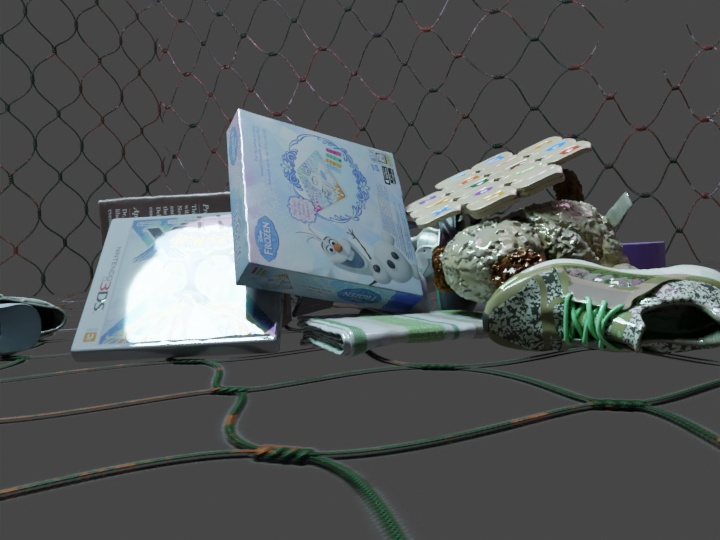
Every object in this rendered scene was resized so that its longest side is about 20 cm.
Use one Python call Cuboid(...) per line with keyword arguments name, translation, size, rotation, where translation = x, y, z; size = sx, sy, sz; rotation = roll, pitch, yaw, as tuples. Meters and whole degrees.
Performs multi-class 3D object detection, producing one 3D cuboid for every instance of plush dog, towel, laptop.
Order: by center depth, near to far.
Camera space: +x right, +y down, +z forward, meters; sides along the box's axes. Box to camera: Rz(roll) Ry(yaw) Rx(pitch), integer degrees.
Cuboid(name="towel", translation=(0.051, 0.060, 0.697), size=(0.197, 0.031, 0.149), rotation=(-1, 2, -22))
Cuboid(name="plush dog", translation=(0.162, -0.013, 0.719), size=(0.170, 0.163, 0.199), rotation=(-11, 6, -30))
Cuboid(name="laptop", translation=(0.002, -0.005, 1.132), size=(0.102, 0.202, 0.177), rotation=(27, 9, 15))

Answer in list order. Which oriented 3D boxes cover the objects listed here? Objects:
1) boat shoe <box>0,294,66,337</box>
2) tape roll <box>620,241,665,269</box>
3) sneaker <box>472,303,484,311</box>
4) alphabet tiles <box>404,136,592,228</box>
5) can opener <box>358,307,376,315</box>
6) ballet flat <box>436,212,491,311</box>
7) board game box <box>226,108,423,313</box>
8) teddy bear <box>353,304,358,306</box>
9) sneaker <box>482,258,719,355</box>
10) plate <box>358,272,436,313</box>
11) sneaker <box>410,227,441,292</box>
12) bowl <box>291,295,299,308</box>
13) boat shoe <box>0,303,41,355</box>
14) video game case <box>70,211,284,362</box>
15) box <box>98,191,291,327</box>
Cuboid(name="boat shoe", translation=(-0.467, 0.058, 0.898), size=(0.063, 0.072, 0.198), rotation=(-3, -1, 45))
Cuboid(name="tape roll", translation=(0.289, 0.010, 0.938), size=(0.197, 0.086, 0.200), rotation=(-2, 1, 0))
Cuboid(name="sneaker", translation=(0.226, 0.001, 1.060), size=(0.198, 0.106, 0.075), rotation=(-3, -1, -30))
Cuboid(name="alphabet tiles", translation=(0.144, -0.095, 0.788), size=(0.193, 0.015, 0.200), rotation=(-26, 14, 1))
Cuboid(name="can opener", translation=(0.044, 0.038, 0.981), size=(0.065, 0.054, 0.200), rotation=(-2, 2, 18))
Cuboid(name="ballet flat", translation=(0.125, -0.029, 0.853), size=(0.072, 0.202, 0.074), rotation=(3, -39, 2))
Cuboid(name="board game box", translation=(-0.041, -0.062, 0.773), size=(0.197, 0.202, 0.043), rotation=(12, -39, -29))
Cuboid(name="teddy bear", translation=(0.039, 0.004, 1.128), size=(0.067, 0.146, 0.199), rotation=(44, 19, 18))
Cuboid(name="sneaker", translation=(0.189, 0.033, 0.550), size=(0.197, 0.078, 0.089), rotation=(-5, 9, 16))
Cuboid(name="plate", translation=(0.000, 0.000, 0.873), size=(0.197, 0.033, 0.200), rotation=(19, 13, -3))
Cuboid(name="sneaker", translation=(0.116, -0.019, 0.945), size=(0.199, 0.071, 0.080), rotation=(-11, -48, 48))
Cuboid(name="bowl", translation=(-0.102, -0.031, 1.175), size=(0.093, 0.204, 0.199), rotation=(3, 5, 42))
Cuboid(name="boat shoe", translation=(-0.429, 0.064, 0.739), size=(0.089, 0.072, 0.200), rotation=(-4, -6, 16))
Cuboid(name="video game case", translation=(-0.175, 0.010, 0.741), size=(0.197, 0.184, 0.022), rotation=(-3, -43, 2))
Cuboid(name="box", translation=(-0.194, -0.005, 0.894), size=(0.197, 0.169, 0.164), rotation=(-2, 1, 2))
